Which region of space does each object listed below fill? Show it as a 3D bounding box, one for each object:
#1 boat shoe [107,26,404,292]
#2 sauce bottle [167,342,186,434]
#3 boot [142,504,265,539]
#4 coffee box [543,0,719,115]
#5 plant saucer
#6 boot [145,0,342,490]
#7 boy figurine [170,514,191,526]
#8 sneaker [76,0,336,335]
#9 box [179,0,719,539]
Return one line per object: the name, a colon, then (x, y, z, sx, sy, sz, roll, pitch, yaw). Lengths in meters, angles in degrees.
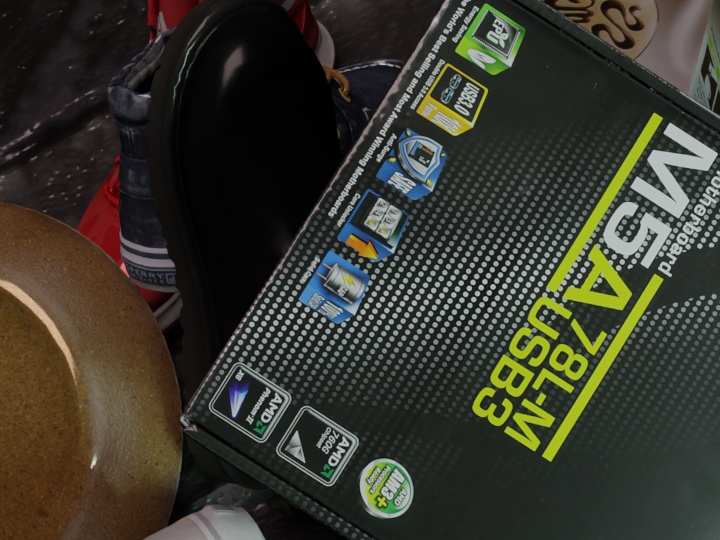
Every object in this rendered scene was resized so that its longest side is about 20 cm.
boat shoe: (-0.031, -0.070, 1.235, 0.071, 0.091, 0.200, 12, 30, 32)
sauce bottle: (-0.134, 0.055, 1.247, 0.199, 0.065, 0.065, -2, 54, 16)
boot: (-0.048, 0.192, 1.068, 0.095, 0.074, 0.201, -22, 74, -15)
coffee box: (0.107, -0.096, 1.231, 0.112, 0.080, 0.200, -1, 41, 21)
plant saucer: (-0.172, 0.069, 1.206, 0.199, 0.035, 0.201, -1, 85, 18)
boot: (0.002, 0.000, 1.121, 0.079, 0.212, 0.157, -20, 19, -40)
boy figurine: (-0.086, 0.186, 1.133, 0.124, 0.065, 0.200, 19, 67, 33)
sneaker: (-0.091, -0.068, 1.287, 0.078, 0.116, 0.201, 14, 61, 28)
box: (0.067, 0.024, 1.042, 0.193, 0.048, 0.200, 33, 85, 1)
